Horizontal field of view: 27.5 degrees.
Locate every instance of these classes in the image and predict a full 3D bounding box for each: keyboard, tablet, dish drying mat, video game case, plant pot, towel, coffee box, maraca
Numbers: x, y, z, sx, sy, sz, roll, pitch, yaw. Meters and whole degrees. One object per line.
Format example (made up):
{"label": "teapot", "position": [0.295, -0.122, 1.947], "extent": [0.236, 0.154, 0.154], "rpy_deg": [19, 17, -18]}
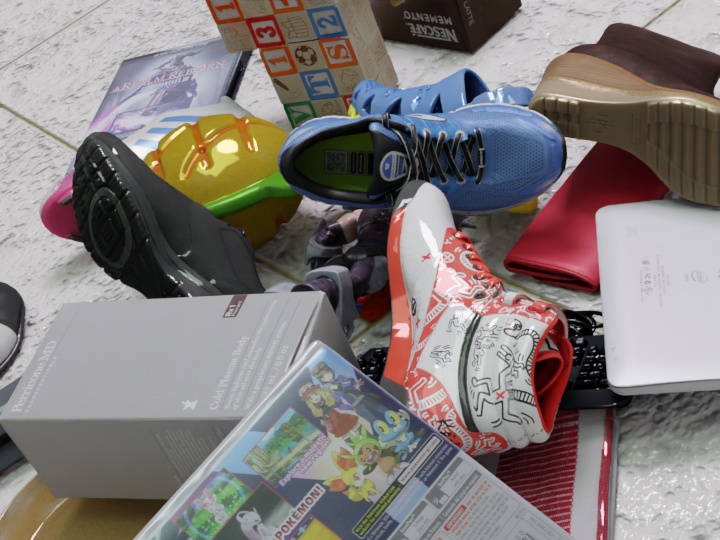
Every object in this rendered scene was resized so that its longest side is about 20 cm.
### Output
{"label": "keyboard", "position": [0.080, 0.049, 0.913], "extent": [0.198, 0.040, 0.104], "rpy_deg": [-4, 25, 25]}
{"label": "tablet", "position": [0.212, 0.009, 0.901], "extent": [0.129, 0.014, 0.201], "rpy_deg": [-4, 33, 9]}
{"label": "dish drying mat", "position": [0.181, -0.058, 1.037], "extent": [0.076, 0.018, 0.200], "rpy_deg": [11, 46, 38]}
{"label": "video game case", "position": [-0.184, -0.153, 1.374], "extent": [0.142, 0.019, 0.201], "rpy_deg": [-10, 37, 18]}
{"label": "plant pot", "position": [-0.142, 0.166, 0.914], "extent": [0.198, 0.028, 0.201], "rpy_deg": [-16, 35, 12]}
{"label": "towel", "position": [0.047, 0.138, 0.846], "extent": [0.198, 0.023, 0.145], "rpy_deg": [-9, 38, 20]}
{"label": "coffee box", "position": [0.036, -0.275, 1.326], "extent": [0.199, 0.115, 0.080], "rpy_deg": [18, 51, 43]}
{"label": "maraca", "position": [-0.090, -0.068, 1.118], "extent": [0.198, 0.108, 0.137], "rpy_deg": [-11, 24, 27]}
{"label": "video game case", "position": [-0.017, 0.160, 0.760], "extent": [0.182, 0.023, 0.200], "rpy_deg": [37, 67, 15]}

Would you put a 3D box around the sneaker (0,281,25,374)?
{"label": "sneaker", "position": [-0.324, 0.060, 1.108], "extent": [0.073, 0.089, 0.201], "rpy_deg": [-4, 37, 28]}

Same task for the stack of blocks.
{"label": "stack of blocks", "position": [-0.057, -0.215, 1.221], "extent": [0.114, 0.201, 0.059], "rpy_deg": [-4, 40, 26]}

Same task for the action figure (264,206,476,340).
{"label": "action figure", "position": [0.000, 0.000, 1.021], "extent": [0.129, 0.070, 0.200], "rpy_deg": [-3, 24, 37]}

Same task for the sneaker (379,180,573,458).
{"label": "sneaker", "position": [0.072, 0.024, 0.880], "extent": [0.107, 0.067, 0.203], "rpy_deg": [-11, 49, 20]}

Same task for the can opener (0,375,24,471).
{"label": "can opener", "position": [-0.217, 0.096, 1.026], "extent": [0.199, 0.053, 0.067], "rpy_deg": [-30, 36, -9]}

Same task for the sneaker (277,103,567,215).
{"label": "sneaker", "position": [0.038, -0.069, 0.981], "extent": [0.198, 0.079, 0.089], "rpy_deg": [-3, 10, 10]}

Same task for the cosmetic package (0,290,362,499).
{"label": "cosmetic package", "position": [-0.110, 0.079, 0.913], "extent": [0.198, 0.091, 0.107], "rpy_deg": [-2, 44, 23]}

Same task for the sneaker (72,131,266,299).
{"label": "sneaker", "position": [-0.128, -0.016, 1.040], "extent": [0.091, 0.201, 0.076], "rpy_deg": [-33, -4, -44]}

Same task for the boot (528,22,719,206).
{"label": "boot", "position": [0.229, -0.121, 1.019], "extent": [0.199, 0.073, 0.166], "rpy_deg": [20, 36, 24]}

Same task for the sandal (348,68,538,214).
{"label": "sandal", "position": [0.069, -0.111, 1.096], "extent": [0.079, 0.088, 0.199], "rpy_deg": [8, 16, -45]}

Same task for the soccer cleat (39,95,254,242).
{"label": "soccer cleat", "position": [-0.177, -0.086, 1.234], "extent": [0.198, 0.070, 0.087], "rpy_deg": [-22, 42, -12]}
